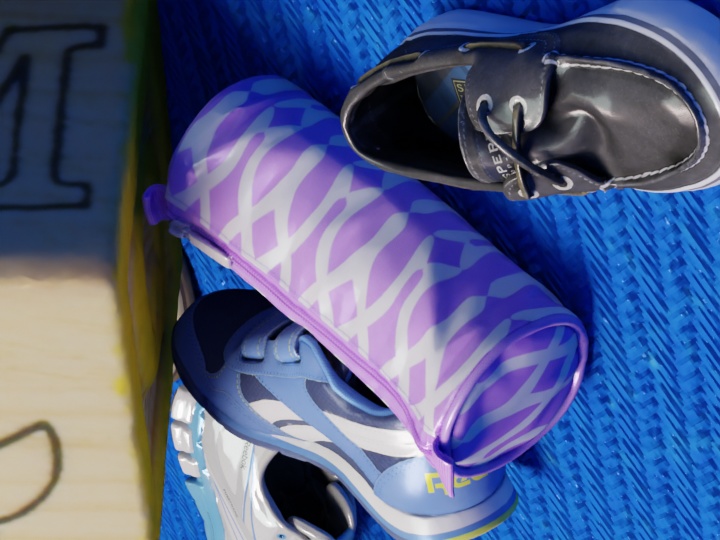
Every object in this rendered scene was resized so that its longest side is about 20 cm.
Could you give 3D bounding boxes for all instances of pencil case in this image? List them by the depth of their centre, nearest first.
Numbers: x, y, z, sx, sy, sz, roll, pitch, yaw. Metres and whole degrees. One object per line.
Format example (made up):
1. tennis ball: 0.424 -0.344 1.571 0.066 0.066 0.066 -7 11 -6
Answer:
1. pencil case: 0.000 0.000 1.021 0.200 0.085 0.084 38 149 34

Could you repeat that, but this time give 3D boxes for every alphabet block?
1. alphabet block: -0.187 -0.004 1.120 0.196 0.198 0.197 87 -177 -48

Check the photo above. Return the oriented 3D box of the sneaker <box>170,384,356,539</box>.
1. sneaker: -0.034 0.136 1.273 0.086 0.075 0.201 24 140 42

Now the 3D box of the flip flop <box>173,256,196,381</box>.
1. flip flop: -0.131 -0.022 1.276 0.081 0.057 0.201 36 148 39

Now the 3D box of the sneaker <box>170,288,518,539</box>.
1. sneaker: -0.009 0.042 1.113 0.199 0.074 0.083 26 138 40

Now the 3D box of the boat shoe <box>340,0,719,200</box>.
1. boat shoe: 0.057 -0.053 0.868 0.200 0.066 0.070 16 134 56
